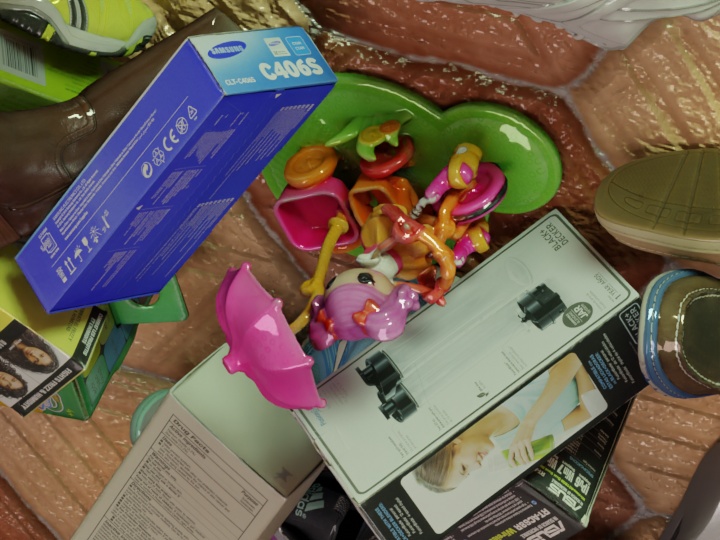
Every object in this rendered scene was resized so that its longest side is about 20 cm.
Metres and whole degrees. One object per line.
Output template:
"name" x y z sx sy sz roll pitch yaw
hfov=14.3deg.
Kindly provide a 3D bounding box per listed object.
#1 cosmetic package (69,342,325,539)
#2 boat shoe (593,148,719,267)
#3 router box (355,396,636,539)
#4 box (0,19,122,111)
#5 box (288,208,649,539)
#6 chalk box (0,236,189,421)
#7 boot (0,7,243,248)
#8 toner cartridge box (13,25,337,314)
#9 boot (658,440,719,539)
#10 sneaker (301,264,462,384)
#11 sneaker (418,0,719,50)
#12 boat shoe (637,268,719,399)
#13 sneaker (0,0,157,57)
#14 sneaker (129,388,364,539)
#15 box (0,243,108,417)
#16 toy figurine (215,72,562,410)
"cosmetic package" -0.108 0.152 1.851 0.103 0.073 0.200 42 131 6
"boat shoe" 0.227 -0.018 1.592 0.199 0.071 0.065 7 139 20
"router box" 0.083 0.117 1.769 0.062 0.150 0.200 36 141 -14
"box" -0.252 -0.088 1.709 0.199 0.048 0.122 -21 156 34
"box" 0.069 0.066 1.659 0.060 0.200 0.117 56 176 -36
"chalk box" -0.209 0.006 1.822 0.199 0.124 0.125 9 140 20
"boot" -0.146 -0.102 1.604 0.064 0.199 0.187 61 176 21
"toner cartridge box" -0.106 -0.056 1.625 0.200 0.095 0.043 -47 68 35
"boot" 0.248 0.175 1.825 0.095 0.074 0.200 18 151 -1
"sneaker" 0.000 0.071 1.810 0.078 0.090 0.200 29 143 -6
"sneaker" 0.105 -0.150 1.500 0.199 0.078 0.100 1 141 29
"boat shoe" 0.224 0.040 1.612 0.072 0.073 0.200 3 176 34
"sneaker" -0.194 -0.183 1.625 0.199 0.077 0.075 25 -173 -31
"sneaker" -0.051 0.143 1.903 0.199 0.078 0.140 31 171 -23
"box" -0.251 0.001 1.693 0.200 0.050 0.075 38 133 -19
"toy figurine" 0.000 0.000 1.641 0.199 0.185 0.151 -4 131 30
